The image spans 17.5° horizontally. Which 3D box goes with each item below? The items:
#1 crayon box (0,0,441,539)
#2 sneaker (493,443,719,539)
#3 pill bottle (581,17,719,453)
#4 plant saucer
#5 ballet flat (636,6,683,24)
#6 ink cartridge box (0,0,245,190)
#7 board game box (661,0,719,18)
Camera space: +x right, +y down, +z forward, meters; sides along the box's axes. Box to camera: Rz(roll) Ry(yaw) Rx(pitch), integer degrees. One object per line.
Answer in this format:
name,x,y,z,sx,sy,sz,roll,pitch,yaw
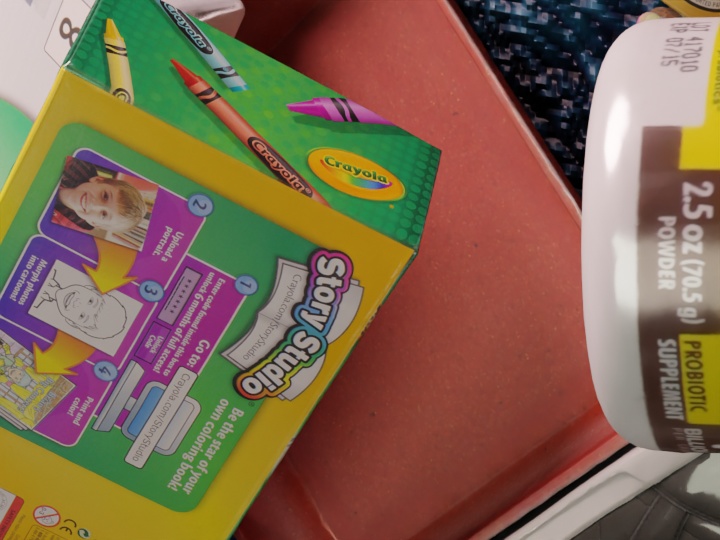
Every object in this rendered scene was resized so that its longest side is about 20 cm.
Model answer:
crayon box,-0.072,0.020,0.752,0.118,0.058,0.200,27,125,-8
sneaker,0.095,0.109,0.751,0.099,0.071,0.200,51,132,2
pill bottle,0.159,-0.008,0.565,0.199,0.109,0.110,0,110,15
plant saucer,0.000,0.000,0.784,0.200,0.037,0.200,-41,76,40
ballet flat,0.140,0.004,0.665,0.200,0.069,0.071,40,97,18
ink cartridge box,-0.141,-0.084,0.829,0.200,0.050,0.161,44,126,25
board game box,0.187,-0.106,0.577,0.153,0.040,0.200,32,129,-11
